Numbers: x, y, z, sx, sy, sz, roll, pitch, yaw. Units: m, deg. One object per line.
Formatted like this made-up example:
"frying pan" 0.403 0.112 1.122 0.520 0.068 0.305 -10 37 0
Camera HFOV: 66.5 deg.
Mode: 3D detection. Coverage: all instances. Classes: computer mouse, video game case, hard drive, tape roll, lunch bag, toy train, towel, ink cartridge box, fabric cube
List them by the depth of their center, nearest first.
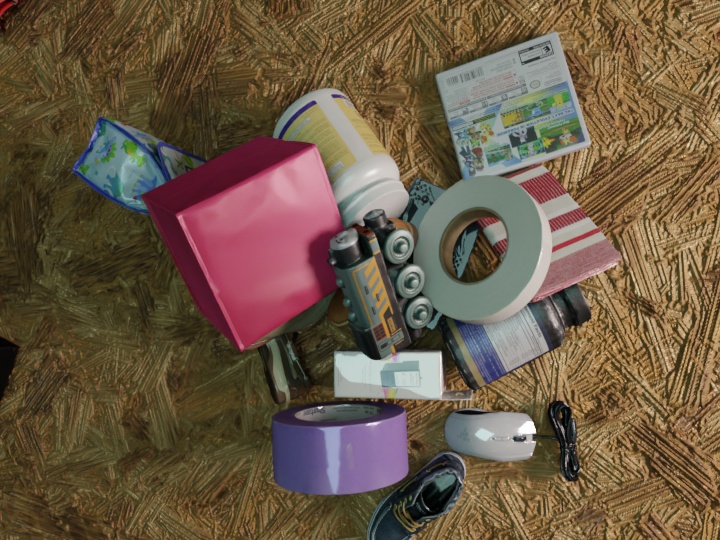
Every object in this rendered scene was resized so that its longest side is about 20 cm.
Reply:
"toy train" 0.026 0.023 0.743 0.112 0.085 0.204 -29 119 -18
"tape roll" 0.162 -0.030 0.757 0.199 0.037 0.209 -14 68 37
"fabric cube" -0.153 -0.049 0.763 0.197 0.199 0.200 -32 120 -23
"towel" 0.250 -0.059 0.781 0.141 0.023 0.203 -21 55 -7
"tape roll" -0.029 0.246 0.788 0.194 0.200 0.088 -4 85 12
"computer mouse" 0.221 0.249 0.813 0.194 0.044 0.113 -2 87 12
"ink cartridge box" 0.067 0.150 0.815 0.194 0.117 0.069 -1 84 12
"video game case" 0.233 -0.249 0.854 0.195 0.022 0.187 -16 83 10
"hard drive" 0.101 -0.026 0.858 0.132 0.042 0.204 24 92 12
"lunch bag" -0.323 -0.142 0.894 0.198 0.170 0.129 35 97 12

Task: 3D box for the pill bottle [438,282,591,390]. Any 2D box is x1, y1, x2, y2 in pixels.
"pill bottle" 0.220 0.079 0.790 0.197 0.112 0.114 -29 81 8

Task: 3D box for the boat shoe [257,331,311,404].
"boat shoe" -0.132 0.109 0.896 0.073 0.075 0.207 -13 76 -21

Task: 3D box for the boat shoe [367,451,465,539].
"boat shoe" 0.076 0.353 0.814 0.071 0.091 0.201 43 96 11

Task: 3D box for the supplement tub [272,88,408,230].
"supplement tub" -0.030 -0.153 0.831 0.144 0.145 0.202 -36 71 8

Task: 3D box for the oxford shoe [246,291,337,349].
"oxford shoe" -0.103 0.059 0.842 0.198 0.074 0.072 -30 84 -28

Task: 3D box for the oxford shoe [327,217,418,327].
"oxford shoe" 0.000 0.000 0.826 0.202 0.070 0.072 -55 47 19

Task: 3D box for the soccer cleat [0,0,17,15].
"soccer cleat" -0.677 -0.564 1.059 0.073 0.068 0.201 38 91 -12

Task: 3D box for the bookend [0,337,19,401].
"bookend" -0.765 0.199 1.008 0.196 0.092 0.203 21 91 14
